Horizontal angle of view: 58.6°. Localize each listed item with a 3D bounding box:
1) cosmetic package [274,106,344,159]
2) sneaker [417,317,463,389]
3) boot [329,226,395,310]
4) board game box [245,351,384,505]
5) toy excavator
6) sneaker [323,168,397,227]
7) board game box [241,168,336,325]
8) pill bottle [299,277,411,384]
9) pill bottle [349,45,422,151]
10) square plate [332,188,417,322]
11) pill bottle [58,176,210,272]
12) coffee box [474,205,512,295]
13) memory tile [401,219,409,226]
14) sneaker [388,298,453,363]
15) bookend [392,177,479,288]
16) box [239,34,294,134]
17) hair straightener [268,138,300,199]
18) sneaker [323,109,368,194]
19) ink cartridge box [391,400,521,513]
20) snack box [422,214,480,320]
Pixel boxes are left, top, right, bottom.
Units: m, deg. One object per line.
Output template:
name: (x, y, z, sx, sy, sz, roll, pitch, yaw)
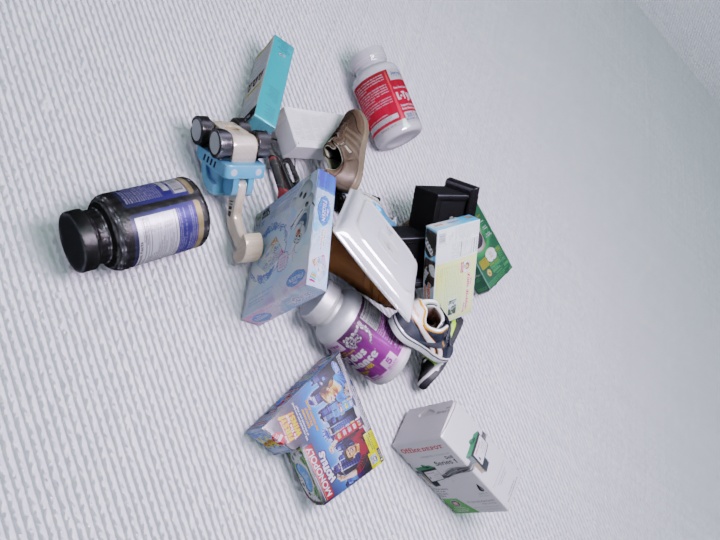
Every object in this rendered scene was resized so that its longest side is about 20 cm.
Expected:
cosmetic package: (-0.083, -0.265, 1.266, 0.198, 0.050, 0.085, -8, 75, -51)
sneaker: (0.141, 0.149, 1.300, 0.082, 0.072, 0.202, 31, 49, 1)
boot: (0.000, 0.000, 1.137, 0.075, 0.154, 0.199, -57, 148, 3)
board game box: (-0.080, 0.268, 1.055, 0.197, 0.061, 0.204, -20, 86, -42)
toy excavator: (-0.215, -0.140, 1.094, 0.098, 0.205, 0.193, -9, 33, -40)
sneaker: (-0.005, -0.136, 1.277, 0.199, 0.071, 0.074, 42, 64, -27)
board game box: (-0.119, -0.034, 1.054, 0.043, 0.198, 0.204, 22, 59, -32)
pill bottle: (-0.010, 0.106, 1.146, 0.199, 0.111, 0.114, 39, 51, -20)
pill bottle: (0.050, -0.376, 1.399, 0.111, 0.111, 0.204, -19, 84, -42)
square plate: (0.037, -0.037, 1.100, 0.201, 0.028, 0.199, 50, 23, -16)
pill bottle: (-0.331, -0.066, 0.949, 0.198, 0.111, 0.114, -22, 86, -42)
coffee box: (0.262, -0.062, 1.470, 0.122, 0.044, 0.203, -35, 96, -43)
memory tile: (0.180, -0.057, 1.440, 0.201, 0.017, 0.154, 51, 48, -12)
sneaker: (0.134, 0.110, 1.168, 0.199, 0.079, 0.079, 29, 27, -52)
bookend: (0.122, -0.077, 1.272, 0.195, 0.091, 0.206, -3, 110, -36)
box: (-0.180, -0.339, 1.211, 0.048, 0.082, 0.205, 25, 58, -29)
hair straightener: (-0.134, -0.159, 1.213, 0.076, 0.041, 0.204, -8, 72, -54)
sneaker: (-0.032, -0.241, 1.217, 0.074, 0.070, 0.204, 23, 50, -29)
ink cartridge box: (0.174, 0.346, 1.178, 0.200, 0.145, 0.085, 47, 51, -13)
snack box: (0.176, 0.002, 1.258, 0.114, 0.037, 0.205, -15, 118, -33)
